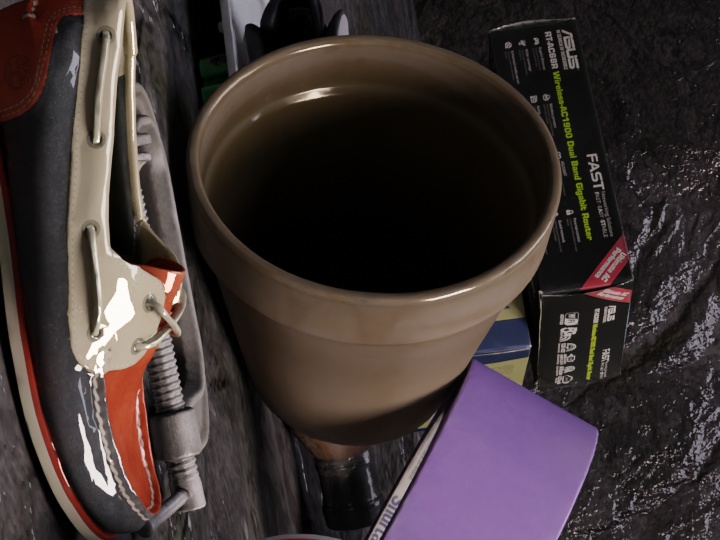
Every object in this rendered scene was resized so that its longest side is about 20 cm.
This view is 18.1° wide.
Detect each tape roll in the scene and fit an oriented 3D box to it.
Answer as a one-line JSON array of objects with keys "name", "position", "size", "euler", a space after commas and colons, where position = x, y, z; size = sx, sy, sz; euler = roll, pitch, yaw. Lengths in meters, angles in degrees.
[{"name": "tape roll", "position": [0.052, 0.157, 1.289], "size": [0.201, 0.085, 0.200], "euler": [-61, 178, -3]}]

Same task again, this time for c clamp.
[{"name": "c clamp", "position": [-0.089, 0.010, 1.010], "size": [0.171, 0.027, 0.201], "euler": [6, 73, -84]}]

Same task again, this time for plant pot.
[{"name": "plant pot", "position": [0.000, 0.000, 1.247], "size": [0.174, 0.199, 0.201], "euler": [98, -10, -46]}]

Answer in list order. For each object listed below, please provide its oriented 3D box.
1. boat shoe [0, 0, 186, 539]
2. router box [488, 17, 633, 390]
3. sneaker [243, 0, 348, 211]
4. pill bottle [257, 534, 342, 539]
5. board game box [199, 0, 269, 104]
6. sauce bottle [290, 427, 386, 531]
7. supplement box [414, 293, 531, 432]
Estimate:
[{"name": "boat shoe", "position": [-0.095, -0.001, 0.809], "size": [0.071, 0.062, 0.201], "euler": [-74, 154, -82]}, {"name": "router box", "position": [0.129, -0.042, 1.488], "size": [0.150, 0.062, 0.201], "euler": [85, -4, -65]}, {"name": "sneaker", "position": [-0.027, -0.134, 1.381], "size": [0.200, 0.077, 0.140], "euler": [-91, 168, -62]}, {"name": "pill bottle", "position": [-0.030, 0.176, 0.817], "size": [0.200, 0.119, 0.120], "euler": [-60, 138, -81]}, {"name": "board game box", "position": [-0.077, -0.148, 1.436], "size": [0.200, 0.026, 0.201], "euler": [66, 15, -65]}, {"name": "sauce bottle", "position": [-0.022, 0.061, 1.392], "size": [0.065, 0.064, 0.201], "euler": [-73, 153, -78]}, {"name": "supplement box", "position": [0.033, -0.005, 1.559], "size": [0.200, 0.134, 0.201], "euler": [88, -6, -74]}]
